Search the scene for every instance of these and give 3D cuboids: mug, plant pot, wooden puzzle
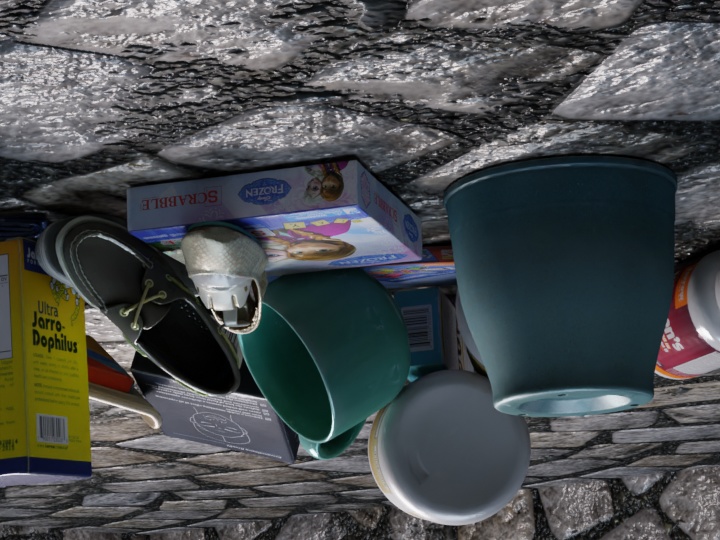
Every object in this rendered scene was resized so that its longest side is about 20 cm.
[{"bbox_3d":[-0.029,0.073,1.648,0.114,0.152,0.185,-30,166,-25],"label":"mug"},{"bbox_3d":[0.175,0.022,1.494,0.199,0.189,0.200,-3,166,-1],"label":"plant pot"},{"bbox_3d":[-0.302,0.080,1.747,0.200,0.037,0.185,26,-176,-33],"label":"wooden puzzle"}]

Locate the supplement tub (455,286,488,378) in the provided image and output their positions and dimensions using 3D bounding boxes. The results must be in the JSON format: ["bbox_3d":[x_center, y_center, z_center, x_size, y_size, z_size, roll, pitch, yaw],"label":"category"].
[{"bbox_3d":[0.168,0.050,1.697,0.144,0.145,0.200,-4,166,7],"label":"supplement tub"}]

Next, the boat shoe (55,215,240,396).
[{"bbox_3d":[-0.172,0.032,1.488,0.202,0.072,0.060,47,175,-28],"label":"boat shoe"}]

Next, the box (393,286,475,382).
[{"bbox_3d":[0.080,0.083,1.850,0.049,0.083,0.200,-6,162,12],"label":"box"}]

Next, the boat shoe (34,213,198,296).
[{"bbox_3d":[-0.213,-0.004,1.564,0.065,0.075,0.202,-17,167,34],"label":"boat shoe"}]

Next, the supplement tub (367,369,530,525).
[{"bbox_3d":[0.082,0.172,1.728,0.144,0.145,0.200,-2,174,-4],"label":"supplement tub"}]

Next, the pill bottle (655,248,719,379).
[{"bbox_3d":[0.355,0.039,1.763,0.109,0.110,0.200,2,165,-19],"label":"pill bottle"}]

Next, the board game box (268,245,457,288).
[{"bbox_3d":[0.000,0.000,1.727,0.199,0.020,0.103,-3,168,0],"label":"board game box"}]

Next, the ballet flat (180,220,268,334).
[{"bbox_3d":[-0.106,0.012,1.486,0.067,0.063,0.200,-1,166,6],"label":"ballet flat"}]

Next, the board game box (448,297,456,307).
[{"bbox_3d":[0.097,0.064,1.991,0.120,0.032,0.200,0,167,3],"label":"board game box"}]

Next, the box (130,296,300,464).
[{"bbox_3d":[-0.134,0.104,1.805,0.148,0.107,0.200,11,157,9],"label":"box"}]

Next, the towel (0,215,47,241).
[{"bbox_3d":[-0.374,-0.021,1.564,0.199,0.024,0.147,-1,167,-9],"label":"towel"}]

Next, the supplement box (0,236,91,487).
[{"bbox_3d":[-0.308,0.083,1.534,0.108,0.201,0.109,-7,169,20],"label":"supplement box"}]

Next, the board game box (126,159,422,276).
[{"bbox_3d":[-0.068,-0.038,1.508,0.199,0.041,0.199,-6,166,17],"label":"board game box"}]
